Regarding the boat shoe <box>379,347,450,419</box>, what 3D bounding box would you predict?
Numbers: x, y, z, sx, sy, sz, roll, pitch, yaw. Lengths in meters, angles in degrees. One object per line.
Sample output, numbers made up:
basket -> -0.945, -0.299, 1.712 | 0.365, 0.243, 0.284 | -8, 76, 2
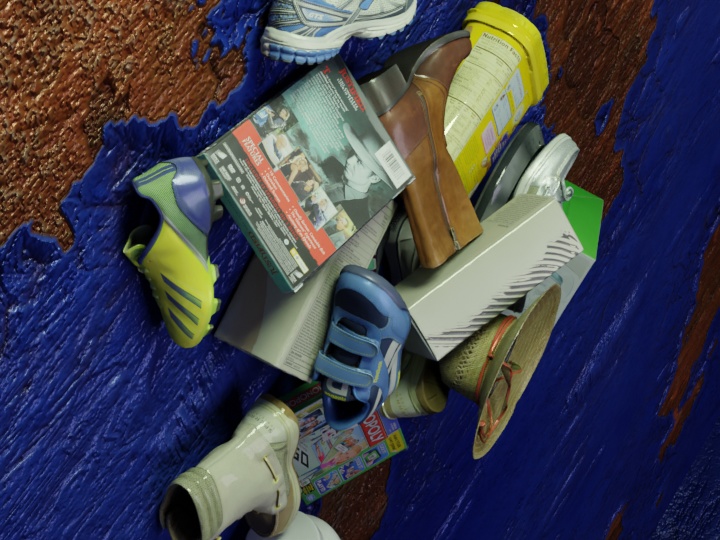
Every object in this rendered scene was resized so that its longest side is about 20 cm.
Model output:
boat shoe -> 0.070, 0.088, 1.731 | 0.073, 0.063, 0.201 | 59, 29, -27

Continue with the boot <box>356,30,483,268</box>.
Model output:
boot -> 0.085, -0.125, 1.587 | 0.188, 0.068, 0.200 | -43, 113, -51

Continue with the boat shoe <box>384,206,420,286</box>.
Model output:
boat shoe -> 0.079, -0.001, 1.816 | 0.072, 0.066, 0.200 | -55, 154, -24

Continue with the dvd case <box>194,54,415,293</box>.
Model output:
dvd case -> -0.045, -0.091, 1.434 | 0.200, 0.022, 0.146 | -44, 107, -38

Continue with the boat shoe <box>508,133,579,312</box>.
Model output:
boat shoe -> 0.189, -0.052, 1.724 | 0.202, 0.065, 0.074 | -61, 168, -12

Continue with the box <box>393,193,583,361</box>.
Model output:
box -> 0.122, 0.004, 1.623 | 0.200, 0.082, 0.068 | -36, 107, -14

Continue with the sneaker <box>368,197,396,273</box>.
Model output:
sneaker -> 0.000, 0.000, 1.655 | 0.088, 0.074, 0.200 | -22, 131, -63

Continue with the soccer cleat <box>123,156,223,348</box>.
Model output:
soccer cleat -> -0.163, -0.012, 1.349 | 0.084, 0.065, 0.200 | -15, 136, -23

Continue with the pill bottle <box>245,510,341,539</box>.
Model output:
pill bottle -> -0.063, 0.340, 1.781 | 0.113, 0.113, 0.200 | -57, 154, -18

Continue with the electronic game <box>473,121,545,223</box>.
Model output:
electronic game -> 0.154, -0.074, 1.791 | 0.200, 0.042, 0.200 | -59, 167, -22

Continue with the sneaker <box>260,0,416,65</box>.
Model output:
sneaker -> -0.010, -0.248, 1.407 | 0.200, 0.077, 0.085 | -37, 139, -47

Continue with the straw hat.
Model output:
straw hat -> 0.127, 0.088, 1.658 | 0.201, 0.085, 0.201 | -54, 159, -31

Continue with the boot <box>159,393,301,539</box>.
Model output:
boot -> -0.131, 0.234, 1.602 | 0.155, 0.072, 0.200 | -42, 152, -35

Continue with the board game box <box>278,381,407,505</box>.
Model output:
board game box -> -0.028, 0.173, 1.730 | 0.134, 0.029, 0.200 | -29, 147, -5

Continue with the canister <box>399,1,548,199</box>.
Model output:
canister -> 0.114, -0.166, 1.715 | 0.200, 0.086, 0.149 | -56, 156, -17

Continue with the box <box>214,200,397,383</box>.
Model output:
box -> -0.050, -0.002, 1.540 | 0.200, 0.078, 0.095 | -63, 156, -6

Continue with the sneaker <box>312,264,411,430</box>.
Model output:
sneaker -> -0.002, 0.079, 1.532 | 0.082, 0.074, 0.200 | -47, 151, -34

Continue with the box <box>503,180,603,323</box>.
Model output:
box -> 0.206, -0.003, 1.928 | 0.177, 0.097, 0.200 | -62, -179, 25
